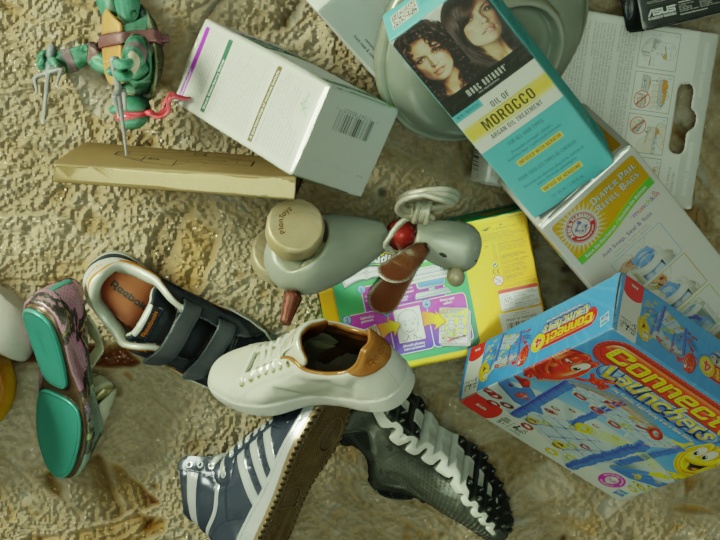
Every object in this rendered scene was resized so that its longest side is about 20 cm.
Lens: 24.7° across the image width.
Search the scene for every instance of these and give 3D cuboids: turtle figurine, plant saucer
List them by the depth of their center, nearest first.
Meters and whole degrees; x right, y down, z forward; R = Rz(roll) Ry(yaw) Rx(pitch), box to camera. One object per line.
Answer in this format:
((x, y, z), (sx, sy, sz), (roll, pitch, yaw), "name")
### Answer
((0.108, -0.182, 1.329), (0.198, 0.050, 0.202), (-17, 133, -19), "plant saucer")
((-0.215, -0.194, 1.408), (0.149, 0.100, 0.202), (-5, 91, 46), "turtle figurine")

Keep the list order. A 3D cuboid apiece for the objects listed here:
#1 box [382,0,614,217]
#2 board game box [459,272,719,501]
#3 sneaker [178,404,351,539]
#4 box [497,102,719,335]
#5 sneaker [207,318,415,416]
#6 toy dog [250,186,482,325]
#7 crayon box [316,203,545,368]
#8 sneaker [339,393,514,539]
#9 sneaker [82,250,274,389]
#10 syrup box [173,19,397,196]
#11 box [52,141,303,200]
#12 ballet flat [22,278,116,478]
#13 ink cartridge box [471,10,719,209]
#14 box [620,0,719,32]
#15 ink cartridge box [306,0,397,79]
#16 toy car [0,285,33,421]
((0.109, -0.140, 1.276), (0.082, 0.049, 0.200), (-35, 119, 15), "box")
((0.220, 0.105, 1.389), (0.199, 0.195, 0.056), (32, 53, -22), "board game box")
((-0.089, 0.159, 1.455), (0.108, 0.070, 0.201), (32, 102, 31), "sneaker")
((0.224, -0.027, 1.399), (0.101, 0.113, 0.200), (-41, 119, 5), "box")
((-0.054, 0.070, 1.380), (0.198, 0.073, 0.085), (-4, 138, 31), "sneaker")
((0.000, 0.000, 1.378), (0.198, 0.132, 0.097), (-4, 72, 11), "toy dog")
((0.061, 0.019, 1.463), (0.198, 0.058, 0.120), (-12, 97, 2), "crayon box")
((0.055, 0.180, 1.486), (0.090, 0.067, 0.200), (-31, 115, 32), "sneaker")
((-0.160, 0.055, 1.460), (0.199, 0.079, 0.079), (29, 96, -5), "sneaker")
((-0.066, -0.138, 1.368), (0.078, 0.200, 0.082), (16, 103, -41), "syrup box")
((-0.148, -0.085, 1.396), (0.198, 0.164, 0.022), (5, 99, -1), "box")
((-0.254, 0.094, 1.462), (0.069, 0.071, 0.202), (23, 131, 31), "ballet flat")
((0.206, -0.145, 1.454), (0.198, 0.050, 0.163), (6, 98, -15), "ink cartridge box")
((0.311, -0.303, 1.408), (0.198, 0.044, 0.162), (-15, 98, -8), "box")
((0.043, -0.273, 1.353), (0.200, 0.146, 0.145), (-42, 135, 5), "ink cartridge box")
((-0.393, 0.071, 1.426), (0.199, 0.150, 0.176), (38, 97, -5), "toy car")
